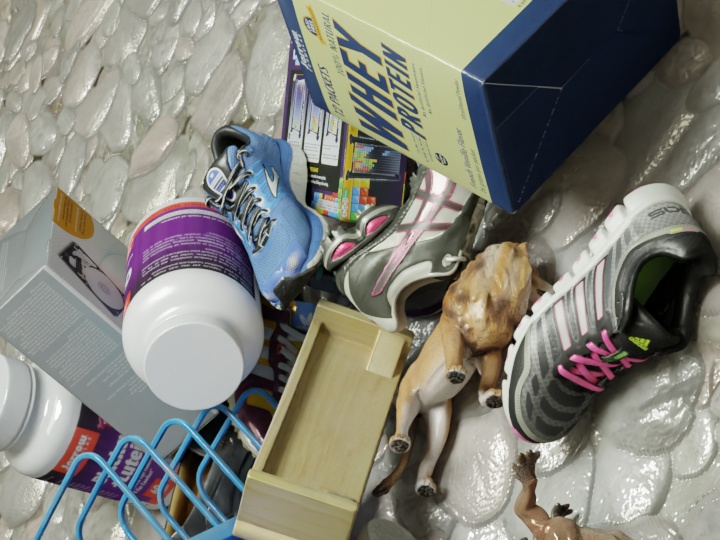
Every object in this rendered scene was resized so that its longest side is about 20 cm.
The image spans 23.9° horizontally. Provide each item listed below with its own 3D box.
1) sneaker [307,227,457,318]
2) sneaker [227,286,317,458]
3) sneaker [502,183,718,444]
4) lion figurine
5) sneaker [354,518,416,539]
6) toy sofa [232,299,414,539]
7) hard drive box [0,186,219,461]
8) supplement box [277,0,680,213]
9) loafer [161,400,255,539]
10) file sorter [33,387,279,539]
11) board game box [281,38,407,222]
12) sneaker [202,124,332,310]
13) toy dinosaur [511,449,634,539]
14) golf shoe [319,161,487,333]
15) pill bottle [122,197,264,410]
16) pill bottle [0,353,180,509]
[{"bbox_3d":[0.000,0.000,1.360,0.200,0.087,0.075,0,90,55],"label":"sneaker"},{"bbox_3d":[-0.064,0.074,1.427,0.090,0.075,0.201,-49,40,34],"label":"sneaker"},{"bbox_3d":[0.169,0.040,1.137,0.200,0.074,0.087,-56,31,10],"label":"sneaker"},{"bbox_3d":[0.065,0.072,1.262,0.200,0.072,0.123,-48,24,35],"label":"lion figurine"},{"bbox_3d":[0.019,0.281,1.212,0.105,0.075,0.201,-52,34,22],"label":"sneaker"},{"bbox_3d":[-0.027,0.127,1.262,0.201,0.082,0.098,-69,-3,-47],"label":"toy sofa"},{"bbox_3d":[-0.218,0.046,1.460,0.077,0.200,0.156,-40,25,14],"label":"hard drive box"},{"bbox_3d":[0.084,-0.186,1.199,0.199,0.135,0.200,31,66,33],"label":"supplement box"},{"bbox_3d":[-0.129,0.157,1.471,0.073,0.072,0.201,-31,49,42],"label":"loafer"},{"bbox_3d":[-0.131,0.191,1.300,0.123,0.200,0.139,44,124,21],"label":"file sorter"},{"bbox_3d":[-0.013,-0.128,1.404,0.200,0.056,0.166,-158,75,-71],"label":"board game box"},{"bbox_3d":[-0.085,-0.046,1.345,0.079,0.089,0.200,-51,33,22],"label":"sneaker"},{"bbox_3d":[0.120,0.214,1.104,0.200,0.086,0.136,-49,41,27],"label":"toy dinosaur"},{"bbox_3d":[0.066,-0.041,1.269,0.200,0.077,0.088,-42,70,13],"label":"golf shoe"},{"bbox_3d":[-0.135,0.028,1.370,0.113,0.112,0.200,-54,19,19],"label":"pill bottle"},{"bbox_3d":[-0.252,0.141,1.532,0.111,0.199,0.112,-28,52,43],"label":"pill bottle"}]
